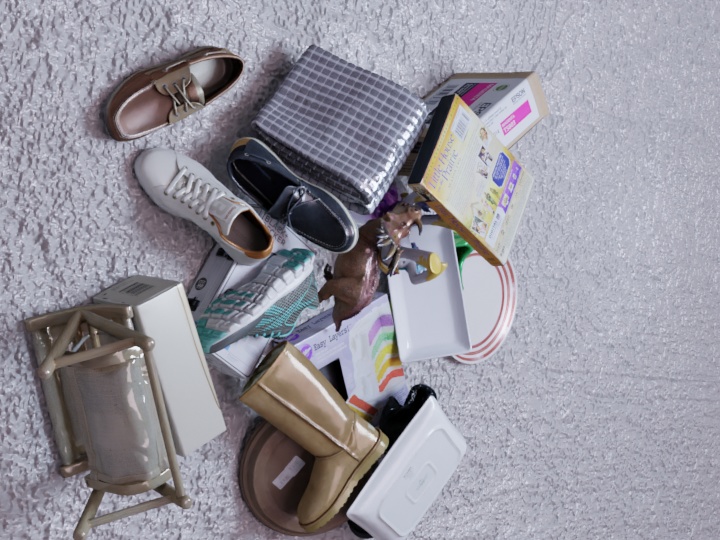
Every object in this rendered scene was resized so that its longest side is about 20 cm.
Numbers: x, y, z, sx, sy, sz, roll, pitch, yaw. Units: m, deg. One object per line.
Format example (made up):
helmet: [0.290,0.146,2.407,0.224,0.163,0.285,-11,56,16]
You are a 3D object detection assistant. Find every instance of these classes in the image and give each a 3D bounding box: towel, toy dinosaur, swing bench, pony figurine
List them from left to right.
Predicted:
swing bench: [-0.285,0.156,1.255,0.129,0.200,0.201,-14,107,-16]
towel: [-0.032,-0.187,1.464,0.166,0.199,0.086,-59,170,-19]
toy dinosaur: [0.000,0.000,1.485,0.086,0.135,0.202,-10,116,-60]
pony figurine: [0.045,-0.062,1.577,0.166,0.199,0.195,11,74,-41]

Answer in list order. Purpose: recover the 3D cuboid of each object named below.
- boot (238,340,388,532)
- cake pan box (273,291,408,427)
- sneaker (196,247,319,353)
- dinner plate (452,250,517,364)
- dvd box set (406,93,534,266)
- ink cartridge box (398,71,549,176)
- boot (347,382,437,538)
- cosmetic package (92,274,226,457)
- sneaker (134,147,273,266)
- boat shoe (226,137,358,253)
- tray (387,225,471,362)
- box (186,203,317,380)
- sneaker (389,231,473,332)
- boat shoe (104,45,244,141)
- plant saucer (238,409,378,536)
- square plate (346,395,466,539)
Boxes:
boot: [-0.084,0.219,1.484,0.200,0.066,0.176,42,81,-19]
cake pan box: [-0.026,0.150,1.613,0.199,0.052,0.186,-26,111,-38]
sneaker: [-0.119,0.057,1.415,0.200,0.077,0.092,-37,124,-32]
dinner plate: [0.183,0.049,1.814,0.199,0.024,0.202,-6,99,-42]
dvd box set: [0.153,-0.119,1.522,0.200,0.029,0.147,39,61,-36]
ink cartridge box: [0.152,-0.215,1.652,0.200,0.164,0.076,-41,122,-32]
boot: [0.043,0.272,1.632,0.200,0.076,0.169,-42,144,-22]
cosmetic package: [-0.243,0.113,1.367,0.073,0.103,0.202,-30,116,-37]
sneaker: [-0.183,-0.086,1.372,0.199,0.085,0.073,37,73,-13]
boat shoe: [-0.089,-0.088,1.419,0.200,0.075,0.062,40,28,-4]
tray: [0.096,0.031,1.657,0.022,0.106,0.202,64,17,-78]
box: [-0.152,0.026,1.469,0.117,0.060,0.201,43,66,-38]
sneaker: [0.107,0.026,1.695,0.074,0.083,0.201,42,68,-46]
boat shoe: [-0.221,-0.219,1.362,0.200,0.071,0.076,-41,121,-32]
plant saucer: [-0.067,0.275,1.546,0.198,0.029,0.202,-4,104,-15]
square plate: [0.076,0.296,1.597,0.201,0.028,0.198,-53,149,-11]
